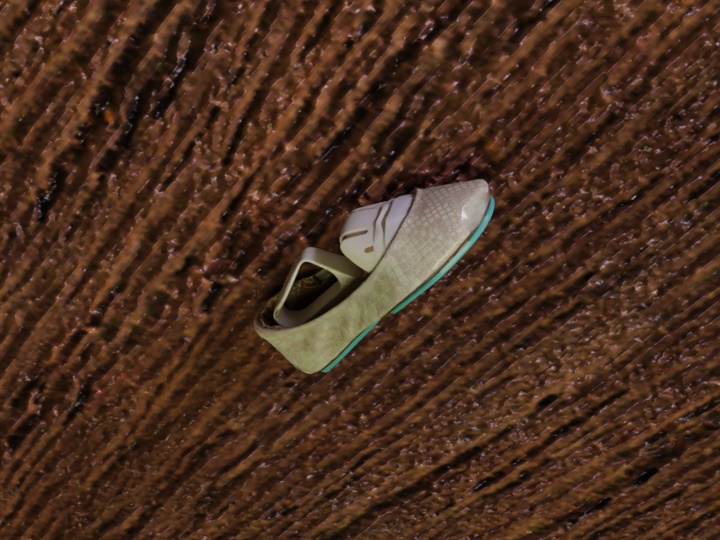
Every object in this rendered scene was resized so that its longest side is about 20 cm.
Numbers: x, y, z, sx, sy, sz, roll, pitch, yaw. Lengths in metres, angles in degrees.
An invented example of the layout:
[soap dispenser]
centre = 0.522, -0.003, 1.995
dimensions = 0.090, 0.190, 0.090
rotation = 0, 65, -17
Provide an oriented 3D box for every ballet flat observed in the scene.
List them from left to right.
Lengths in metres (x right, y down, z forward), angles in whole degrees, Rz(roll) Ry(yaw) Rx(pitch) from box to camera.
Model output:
[ballet flat]
centre = 0.000, 0.000, 1.181
dimensions = 0.062, 0.068, 0.200
rotation = 32, 134, -15
